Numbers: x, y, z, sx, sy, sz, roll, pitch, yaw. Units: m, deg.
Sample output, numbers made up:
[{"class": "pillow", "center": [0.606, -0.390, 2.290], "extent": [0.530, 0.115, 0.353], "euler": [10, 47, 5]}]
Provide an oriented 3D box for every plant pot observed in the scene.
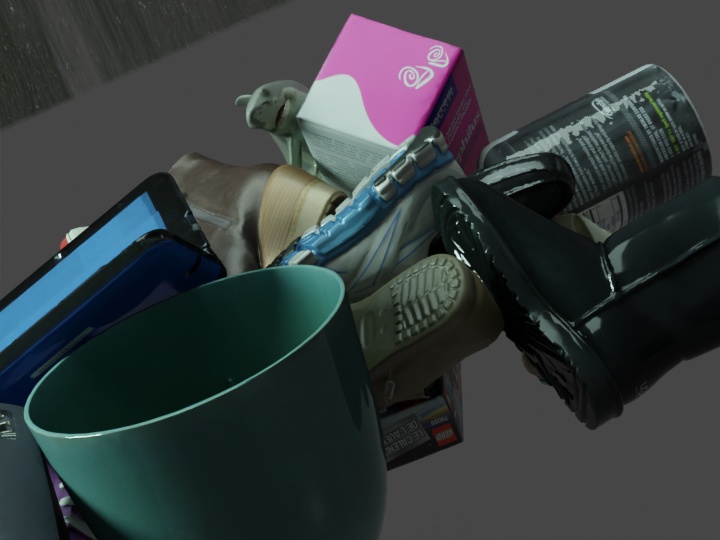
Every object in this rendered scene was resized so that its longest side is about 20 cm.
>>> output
[{"class": "plant pot", "center": [-0.075, 0.114, 1.127], "extent": [0.200, 0.162, 0.201], "euler": [-19, 18, 6]}]

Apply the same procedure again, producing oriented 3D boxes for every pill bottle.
[{"class": "pill bottle", "center": [0.161, -0.071, 1.475], "extent": [0.199, 0.107, 0.106], "euler": [-26, 16, -8]}]

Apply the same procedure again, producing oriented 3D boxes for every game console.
[{"class": "game console", "center": [-0.201, 0.017, 1.251], "extent": [0.200, 0.118, 0.171], "euler": [-40, -18, 5]}]

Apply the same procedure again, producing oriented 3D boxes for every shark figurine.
[{"class": "shark figurine", "center": [-0.066, -0.098, 1.526], "extent": [0.089, 0.215, 0.128], "euler": [23, 55, 19]}]

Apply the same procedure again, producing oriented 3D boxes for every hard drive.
[{"class": "hard drive", "center": [-0.184, 0.173, 1.093], "extent": [0.042, 0.135, 0.200], "euler": [-16, 34, -8]}]

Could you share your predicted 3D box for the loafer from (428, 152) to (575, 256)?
[{"class": "loafer", "center": [0.066, -0.010, 1.332], "extent": [0.200, 0.068, 0.071], "euler": [-32, 47, 14]}]

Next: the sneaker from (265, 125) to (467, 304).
[{"class": "sneaker", "center": [0.000, 0.000, 1.278], "extent": [0.200, 0.087, 0.075], "euler": [-40, 12, 10]}]

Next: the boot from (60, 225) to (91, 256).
[{"class": "boot", "center": [-0.210, 0.072, 1.408], "extent": [0.144, 0.201, 0.072], "euler": [-26, 35, -5]}]

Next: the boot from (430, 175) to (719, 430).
[{"class": "boot", "center": [0.161, -0.013, 1.216], "extent": [0.168, 0.077, 0.200], "euler": [-30, 61, -15]}]

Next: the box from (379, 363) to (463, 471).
[{"class": "box", "center": [0.002, 0.087, 1.327], "extent": [0.136, 0.040, 0.200], "euler": [-22, 17, 10]}]

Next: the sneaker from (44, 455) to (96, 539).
[{"class": "sneaker", "center": [-0.190, 0.136, 1.270], "extent": [0.114, 0.073, 0.201], "euler": [-44, 39, 2]}]

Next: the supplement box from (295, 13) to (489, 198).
[{"class": "supplement box", "center": [0.032, -0.098, 1.512], "extent": [0.103, 0.200, 0.102], "euler": [20, 71, 22]}]

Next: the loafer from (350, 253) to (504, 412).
[{"class": "loafer", "center": [0.012, 0.058, 1.222], "extent": [0.200, 0.067, 0.076], "euler": [-27, 45, 41]}]

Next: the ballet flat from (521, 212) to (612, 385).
[{"class": "ballet flat", "center": [0.144, 0.005, 1.325], "extent": [0.068, 0.073, 0.200], "euler": [-15, 18, 27]}]

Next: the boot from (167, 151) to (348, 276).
[{"class": "boot", "center": [-0.107, 0.008, 1.398], "extent": [0.166, 0.072, 0.201], "euler": [13, 67, 40]}]
